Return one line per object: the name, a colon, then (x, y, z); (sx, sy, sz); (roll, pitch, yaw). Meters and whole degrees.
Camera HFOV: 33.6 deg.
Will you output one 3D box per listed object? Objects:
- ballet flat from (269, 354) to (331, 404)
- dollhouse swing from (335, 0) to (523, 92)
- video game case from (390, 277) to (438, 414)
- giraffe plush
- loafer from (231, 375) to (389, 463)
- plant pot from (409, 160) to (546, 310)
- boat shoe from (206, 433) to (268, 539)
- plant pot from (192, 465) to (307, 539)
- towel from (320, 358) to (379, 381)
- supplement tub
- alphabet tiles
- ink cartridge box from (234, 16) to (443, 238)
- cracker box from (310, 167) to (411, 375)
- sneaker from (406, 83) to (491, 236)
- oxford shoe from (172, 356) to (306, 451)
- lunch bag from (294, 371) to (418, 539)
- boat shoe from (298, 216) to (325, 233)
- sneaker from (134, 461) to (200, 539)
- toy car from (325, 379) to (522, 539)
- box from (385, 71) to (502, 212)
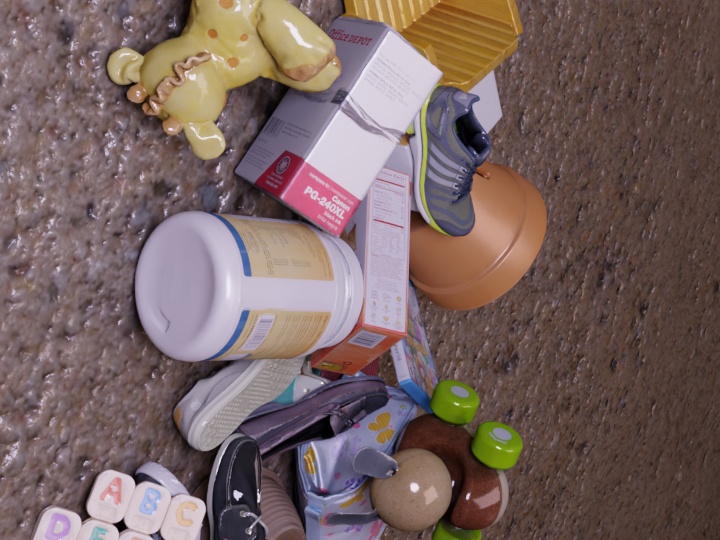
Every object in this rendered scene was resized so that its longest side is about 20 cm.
ballet flat: (-0.059, 0.106, 1.397); (0.067, 0.070, 0.201); (13, 91, -62)
dollhouse swing: (0.080, -0.332, 1.368); (0.200, 0.181, 0.176); (-43, 147, -40)
video game case: (0.057, 0.073, 1.465); (0.143, 0.018, 0.200); (48, 25, -57)
giraffe plush: (-0.133, -0.194, 1.107); (0.162, 0.172, 0.200); (-51, 157, 0)
loafer: (-0.054, 0.178, 1.360); (0.200, 0.063, 0.072); (-14, 140, -20)
plant pot: (0.114, -0.068, 1.504); (0.140, 0.200, 0.200); (37, 70, -39)
boat shoe: (-0.121, 0.274, 1.259); (0.072, 0.068, 0.201); (13, 77, -50)
plant pot: (-0.126, 0.327, 1.362); (0.201, 0.093, 0.201); (-27, 123, -49)
towel: (-0.009, 0.077, 1.512); (0.144, 0.023, 0.201); (-8, 110, -58)
supplement tub: (-0.107, 0.018, 1.192); (0.200, 0.144, 0.145); (4, 99, -48)
alphabet tiles: (-0.233, 0.303, 1.163); (0.200, 0.015, 0.196); (25, 80, -26)
ink cartridge box: (-0.024, -0.150, 1.217); (0.083, 0.145, 0.200); (34, 89, -28)
cracker box: (0.000, 0.000, 1.326); (0.058, 0.134, 0.200); (15, 60, -21)
sneaker: (0.104, -0.117, 1.319); (0.074, 0.081, 0.200); (-49, 138, -35)
oxford shoe: (-0.129, 0.121, 1.302); (0.200, 0.058, 0.075); (-38, 141, -39)
lunch bag: (-0.017, 0.250, 1.456); (0.200, 0.127, 0.170); (-56, 156, -38)
boat shoe: (-0.046, -0.141, 1.329); (0.066, 0.072, 0.201); (9, 95, -48)
sneaker: (-0.223, 0.301, 1.213); (0.114, 0.075, 0.201); (-33, 129, -48)
toy car: (0.052, 0.230, 1.326); (0.200, 0.158, 0.165); (-1, 121, -37)
box: (0.064, -0.176, 1.426); (0.200, 0.124, 0.098); (-50, 140, -35)
